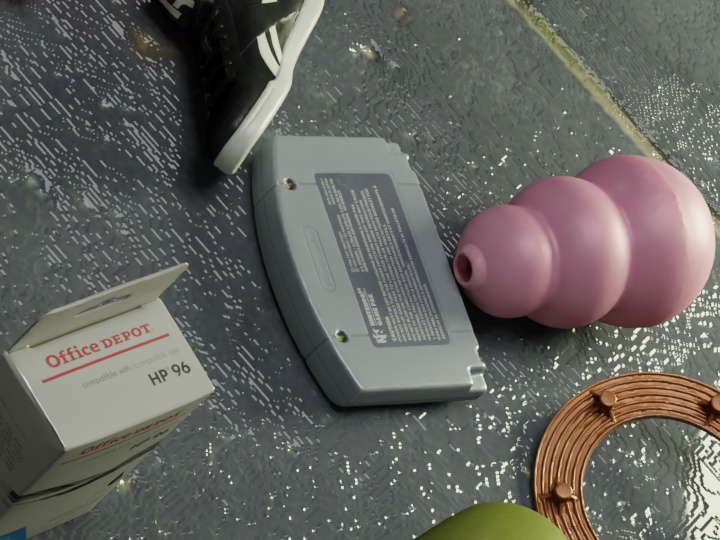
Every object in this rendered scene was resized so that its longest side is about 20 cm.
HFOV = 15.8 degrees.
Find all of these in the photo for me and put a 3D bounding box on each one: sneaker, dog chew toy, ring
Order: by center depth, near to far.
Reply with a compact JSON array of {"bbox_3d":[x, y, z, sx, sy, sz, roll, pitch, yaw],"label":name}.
[{"bbox_3d":[-0.102,-0.152,1.769,0.112,0.073,0.200,32,38,-10],"label":"sneaker"},{"bbox_3d":[0.216,0.156,1.773,0.200,0.019,0.201,7,59,-11],"label":"ring"},{"bbox_3d":[0.152,-0.014,1.820,0.200,0.125,0.125,-10,66,-33],"label":"dog chew toy"}]

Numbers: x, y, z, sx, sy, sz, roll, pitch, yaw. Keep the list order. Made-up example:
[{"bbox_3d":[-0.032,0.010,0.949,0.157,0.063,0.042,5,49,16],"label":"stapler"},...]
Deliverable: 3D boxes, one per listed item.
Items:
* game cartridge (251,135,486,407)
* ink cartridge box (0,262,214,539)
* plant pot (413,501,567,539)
[{"bbox_3d":[0.000,0.000,1.755,0.133,0.041,0.200,2,59,-39],"label":"game cartridge"},{"bbox_3d":[-0.165,0.083,1.455,0.116,0.200,0.068,-22,74,-43],"label":"ink cartridge box"},{"bbox_3d":[0.066,0.230,1.559,0.187,0.187,0.200,40,30,-6],"label":"plant pot"}]
